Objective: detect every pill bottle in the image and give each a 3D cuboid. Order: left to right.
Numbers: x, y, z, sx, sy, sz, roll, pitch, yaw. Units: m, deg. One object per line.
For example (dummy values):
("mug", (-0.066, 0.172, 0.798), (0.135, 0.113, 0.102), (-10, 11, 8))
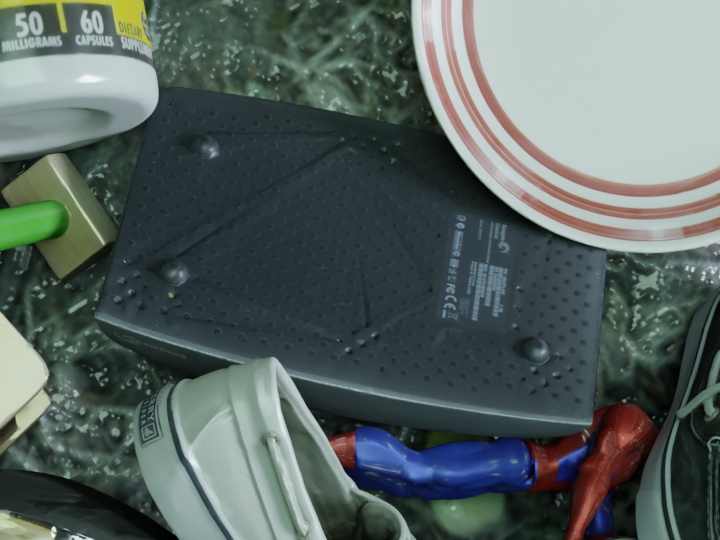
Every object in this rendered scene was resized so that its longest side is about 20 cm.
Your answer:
("pill bottle", (-0.152, -0.152, 0.748), (0.111, 0.111, 0.201), (-10, 83, -12))

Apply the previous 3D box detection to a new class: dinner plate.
("dinner plate", (0.119, -0.108, 0.768), (0.199, 0.024, 0.201), (0, 93, -6))

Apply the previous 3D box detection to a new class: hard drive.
("hard drive", (0.000, 0.000, 0.762), (0.199, 0.042, 0.135), (12, 54, -3))

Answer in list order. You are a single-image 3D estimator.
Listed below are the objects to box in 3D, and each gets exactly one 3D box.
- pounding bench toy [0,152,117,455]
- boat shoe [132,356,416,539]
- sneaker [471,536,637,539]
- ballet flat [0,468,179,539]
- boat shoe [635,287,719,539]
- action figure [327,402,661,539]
("pounding bench toy", (-0.175, 0.016, 0.693), (0.200, 0.156, 0.124), (-43, 90, -14))
("boat shoe", (-0.009, 0.112, 0.700), (0.065, 0.072, 0.201), (-23, 115, 16))
("sneaker", (0.094, 0.154, 0.708), (0.199, 0.080, 0.078), (6, 117, -44))
("ballet flat", (-0.087, 0.121, 0.688), (0.066, 0.200, 0.057), (33, 87, 39))
("boat shoe", (0.166, 0.064, 0.746), (0.073, 0.068, 0.200), (32, 44, -4))
("action figure", (0.057, 0.108, 0.770), (0.199, 0.065, 0.100), (-7, 76, -11))
